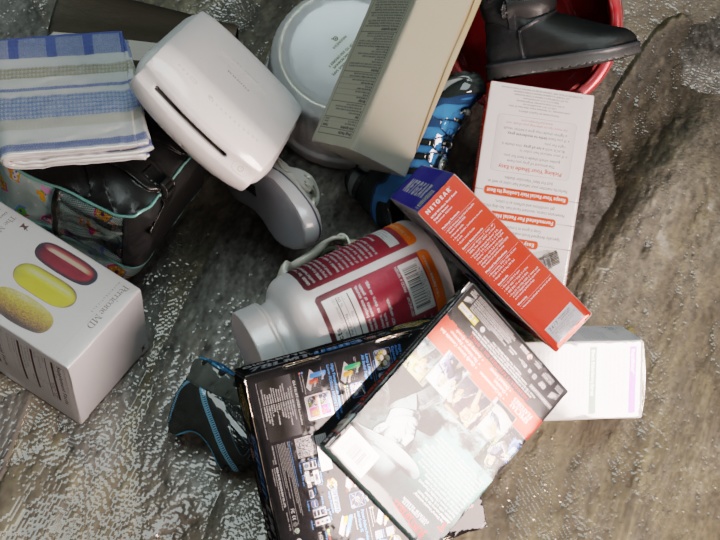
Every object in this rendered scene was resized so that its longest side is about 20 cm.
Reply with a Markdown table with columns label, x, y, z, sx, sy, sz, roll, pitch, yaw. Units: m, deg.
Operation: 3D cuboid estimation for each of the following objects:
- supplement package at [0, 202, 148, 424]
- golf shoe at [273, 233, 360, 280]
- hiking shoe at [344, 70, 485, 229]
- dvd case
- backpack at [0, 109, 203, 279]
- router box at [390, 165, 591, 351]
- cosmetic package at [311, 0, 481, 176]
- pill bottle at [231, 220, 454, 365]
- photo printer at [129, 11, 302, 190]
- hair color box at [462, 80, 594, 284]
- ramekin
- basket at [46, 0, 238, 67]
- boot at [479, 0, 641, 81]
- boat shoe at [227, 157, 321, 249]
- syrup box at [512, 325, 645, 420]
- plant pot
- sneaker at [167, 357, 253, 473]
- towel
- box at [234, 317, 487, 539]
| label | x | y | z | sx | sy | sz | roll | pitch | yaw |
| --- | --- | --- | --- | --- | --- | --- | --- | --- | --- |
| supplement package | -0.321 | 0.036 | 1.280 | 0.199 | 0.110 | 0.114 | 29 | 58 | 16 |
| golf shoe | 0.000 | 0.000 | 1.344 | 0.199 | 0.088 | 0.077 | -24 | 58 | -21 |
| hiking shoe | 0.073 | -0.124 | 1.395 | 0.074 | 0.200 | 0.087 | -2 | 51 | -53 |
| dvd case | 0.078 | 0.132 | 1.170 | 0.146 | 0.022 | 0.200 | 46 | 75 | -16 |
| backpack | -0.276 | -0.101 | 1.352 | 0.199 | 0.154 | 0.176 | 26 | 51 | 4 |
| router box | 0.117 | -0.017 | 1.235 | 0.179 | 0.200 | 0.049 | 45 | 91 | -8 |
| cosmetic package | 0.036 | -0.206 | 1.338 | 0.073 | 0.103 | 0.202 | 23 | 90 | -29 |
| pill bottle | -0.018 | 0.039 | 1.249 | 0.199 | 0.113 | 0.113 | -24 | 60 | -17 |
| photo printer | -0.144 | -0.171 | 1.316 | 0.166 | 0.069 | 0.200 | 44 | 21 | -10 |
| hair color box | 0.172 | -0.090 | 1.364 | 0.110 | 0.064 | 0.202 | 9 | 95 | 2 |
| ramekin | -0.015 | -0.225 | 1.469 | 0.200 | 0.094 | 0.204 | 0 | 67 | 0 |
| basket | -0.241 | -0.231 | 1.464 | 0.198 | 0.137 | 0.181 | 8 | 45 | -3 |
| boot | 0.194 | -0.306 | 1.334 | 0.163 | 0.066 | 0.202 | -7 | 95 | 13 |
| boat shoe | -0.078 | -0.084 | 1.381 | 0.069 | 0.072 | 0.200 | -16 | 28 | -23 |
| syrup box | 0.170 | 0.100 | 1.271 | 0.198 | 0.079 | 0.082 | 0 | 99 | -5 |
| plant pot | 0.190 | -0.278 | 1.462 | 0.198 | 0.202 | 0.183 | 13 | 14 | 5 |
| sneaker | -0.091 | 0.166 | 1.244 | 0.199 | 0.073 | 0.082 | 32 | 89 | 11 |
| towel | -0.291 | -0.172 | 1.302 | 0.145 | 0.024 | 0.201 | -6 | 45 | -14 |
| box | 0.002 | 0.162 | 1.180 | 0.197 | 0.050 | 0.202 | -15 | 98 | -19 |
